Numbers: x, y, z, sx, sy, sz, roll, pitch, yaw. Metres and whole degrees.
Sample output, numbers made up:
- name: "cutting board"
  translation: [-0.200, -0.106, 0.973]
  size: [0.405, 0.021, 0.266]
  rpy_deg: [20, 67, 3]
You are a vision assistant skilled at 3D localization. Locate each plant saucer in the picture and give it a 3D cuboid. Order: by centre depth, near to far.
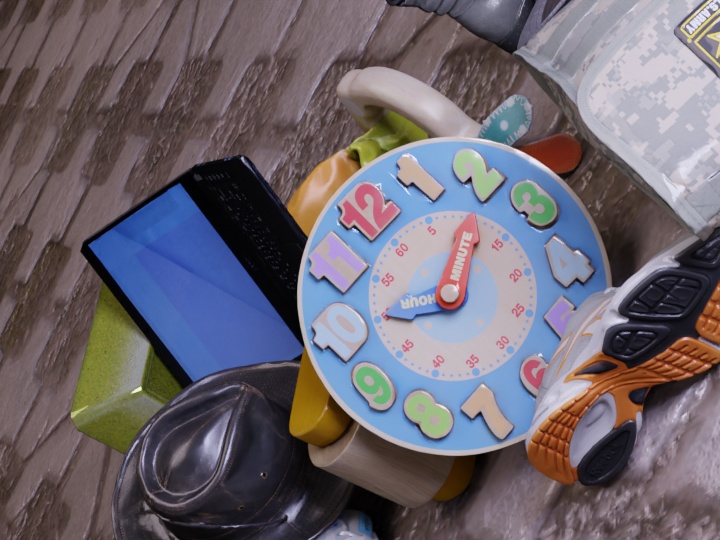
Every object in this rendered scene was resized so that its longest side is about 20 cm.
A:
- name: "plant saucer"
  translation: [-0.129, 0.075, 1.578]
  size: [0.048, 0.200, 0.200]
  rpy_deg: [-25, 44, 42]

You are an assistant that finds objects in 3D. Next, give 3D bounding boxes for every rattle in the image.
- name: "rattle"
  translation: [0.042, -0.064, 1.364]
  size: [0.143, 0.131, 0.200]
  rpy_deg: [-40, 43, -24]

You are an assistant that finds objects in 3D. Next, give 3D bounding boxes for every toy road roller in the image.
- name: "toy road roller"
  translation: [0.049, 0.045, 1.275]
  size: [0.146, 0.123, 0.201]
  rpy_deg: [-28, 42, 52]

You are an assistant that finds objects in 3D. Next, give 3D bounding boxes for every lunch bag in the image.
- name: "lunch bag"
  translation: [0.196, -0.118, 1.045]
  size: [0.164, 0.118, 0.200]
  rpy_deg: [-43, 24, 4]

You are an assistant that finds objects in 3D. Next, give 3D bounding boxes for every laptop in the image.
- name: "laptop"
  translation: [-0.100, 0.017, 1.431]
  size: [0.103, 0.177, 0.200]
  rpy_deg: [-41, 14, -16]

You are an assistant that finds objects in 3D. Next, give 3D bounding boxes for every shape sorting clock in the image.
- name: "shape sorting clock"
  translation: [0.058, 0.016, 1.197]
  size: [0.201, 0.199, 0.039]
  rpy_deg: [-66, -11, 1]

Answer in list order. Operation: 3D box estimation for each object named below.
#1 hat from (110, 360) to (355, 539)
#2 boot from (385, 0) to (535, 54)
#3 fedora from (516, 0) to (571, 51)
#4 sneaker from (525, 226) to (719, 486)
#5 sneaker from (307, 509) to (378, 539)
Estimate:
- name: "hat"
  translation: [-0.103, 0.129, 1.360]
  size: [0.200, 0.081, 0.201]
  rpy_deg: [-13, 52, 16]
- name: "boot"
  translation: [0.099, -0.276, 1.467]
  size: [0.068, 0.130, 0.201]
  rpy_deg: [-9, 60, 65]
- name: "fedora"
  translation: [0.183, -0.190, 1.215]
  size: [0.177, 0.090, 0.200]
  rpy_deg: [-52, 7, 28]
- name: "sneaker"
  translation: [0.158, 0.029, 1.103]
  size: [0.200, 0.076, 0.092]
  rpy_deg: [-52, 21, 32]
- name: "sneaker"
  translation: [-0.010, 0.207, 1.324]
  size: [0.200, 0.075, 0.087]
  rpy_deg: [-12, 52, 64]
